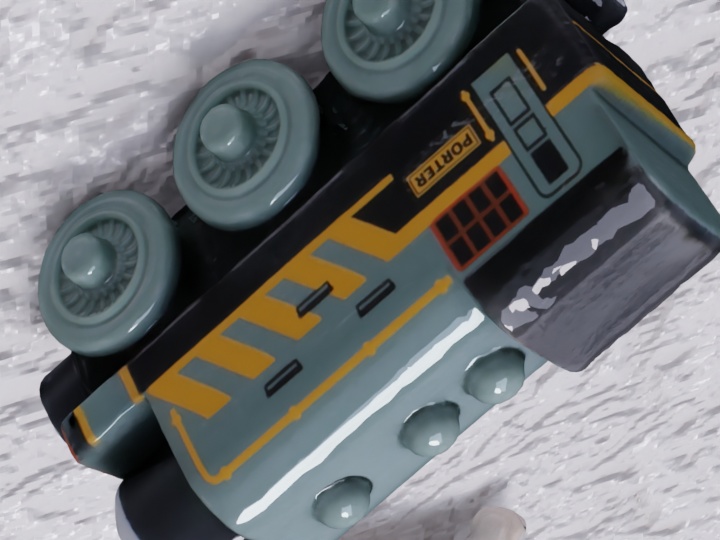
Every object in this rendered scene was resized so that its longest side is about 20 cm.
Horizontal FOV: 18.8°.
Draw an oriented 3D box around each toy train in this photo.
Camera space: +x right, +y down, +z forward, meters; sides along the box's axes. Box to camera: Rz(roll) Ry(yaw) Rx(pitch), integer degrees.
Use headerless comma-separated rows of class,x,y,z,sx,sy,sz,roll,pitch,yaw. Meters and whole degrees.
toy train,0.000,0.000,0.568,0.200,0.114,0.085,-40,144,14

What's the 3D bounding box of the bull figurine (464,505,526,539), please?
bull figurine,-0.024,0.148,0.782,0.199,0.065,0.121,-36,142,4
